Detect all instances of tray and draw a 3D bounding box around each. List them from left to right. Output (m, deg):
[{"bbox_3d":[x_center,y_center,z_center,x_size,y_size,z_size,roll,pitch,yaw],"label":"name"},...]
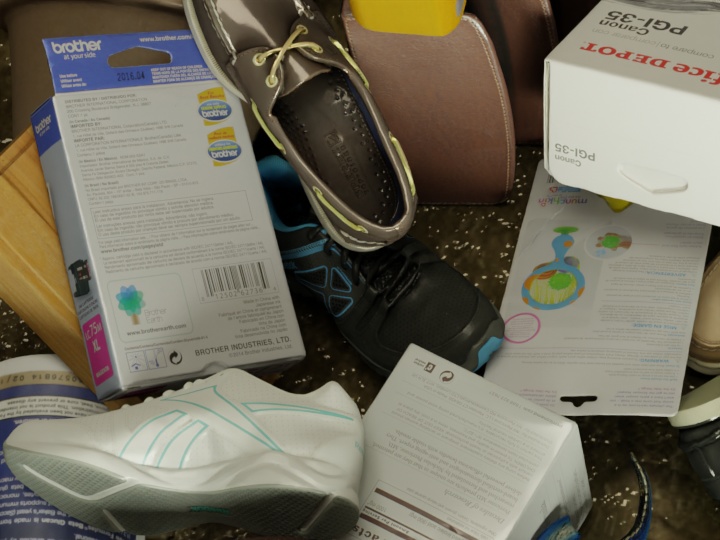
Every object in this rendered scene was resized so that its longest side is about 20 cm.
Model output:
[{"bbox_3d":[-0.136,0.010,1.475,0.200,0.037,0.099,47,55,-10],"label":"tray"}]

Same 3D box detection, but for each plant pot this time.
[{"bbox_3d":[-0.137,-0.094,1.587,0.199,0.200,0.176,7,80,14],"label":"plant pot"}]

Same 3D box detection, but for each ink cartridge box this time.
[{"bbox_3d":[-0.111,-0.034,1.461,0.119,0.042,0.201,-8,79,-32],"label":"ink cartridge box"},{"bbox_3d":[0.214,-0.120,1.538,0.146,0.083,0.200,16,40,26],"label":"ink cartridge box"}]

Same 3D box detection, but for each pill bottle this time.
[{"bbox_3d":[-0.176,0.158,1.472,0.110,0.111,0.201,-3,59,8],"label":"pill bottle"}]

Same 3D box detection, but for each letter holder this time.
[{"bbox_3d":[0.076,-0.131,1.547,0.141,0.200,0.101,2,60,10],"label":"letter holder"}]

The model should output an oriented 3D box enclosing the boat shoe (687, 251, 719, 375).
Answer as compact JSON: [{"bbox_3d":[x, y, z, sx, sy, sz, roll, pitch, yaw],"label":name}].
[{"bbox_3d":[0.256,-0.022,1.530,0.200,0.069,0.074,-41,62,-15],"label":"boat shoe"}]

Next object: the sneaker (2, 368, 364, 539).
[{"bbox_3d":[-0.092,0.096,1.405,0.199,0.071,0.081,3,56,12],"label":"sneaker"}]

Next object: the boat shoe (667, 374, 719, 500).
[{"bbox_3d":[0.267,0.063,1.487,0.201,0.074,0.063,-28,95,-18],"label":"boat shoe"}]

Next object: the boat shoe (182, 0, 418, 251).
[{"bbox_3d":[-0.032,-0.102,1.466,0.072,0.060,0.201,-31,93,-12],"label":"boat shoe"}]

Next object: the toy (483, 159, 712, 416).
[{"bbox_3d":[0.145,0.016,1.532,0.115,0.047,0.201,0,50,19],"label":"toy"}]

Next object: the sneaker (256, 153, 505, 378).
[{"bbox_3d":[0.000,0.000,1.530,0.200,0.082,0.073,31,71,39],"label":"sneaker"}]

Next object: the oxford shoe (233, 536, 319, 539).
[{"bbox_3d":[-0.030,0.161,1.339,0.199,0.073,0.072,1,63,12],"label":"oxford shoe"}]

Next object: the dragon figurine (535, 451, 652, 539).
[{"bbox_3d":[0.119,0.175,1.420,0.059,0.100,0.200,26,67,22],"label":"dragon figurine"}]

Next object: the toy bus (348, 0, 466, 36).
[{"bbox_3d":[0.018,-0.213,1.370,0.065,0.200,0.079,7,61,13],"label":"toy bus"}]

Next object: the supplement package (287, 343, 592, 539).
[{"bbox_3d":[0.029,0.164,1.433,0.109,0.114,0.200,25,69,22],"label":"supplement package"}]
